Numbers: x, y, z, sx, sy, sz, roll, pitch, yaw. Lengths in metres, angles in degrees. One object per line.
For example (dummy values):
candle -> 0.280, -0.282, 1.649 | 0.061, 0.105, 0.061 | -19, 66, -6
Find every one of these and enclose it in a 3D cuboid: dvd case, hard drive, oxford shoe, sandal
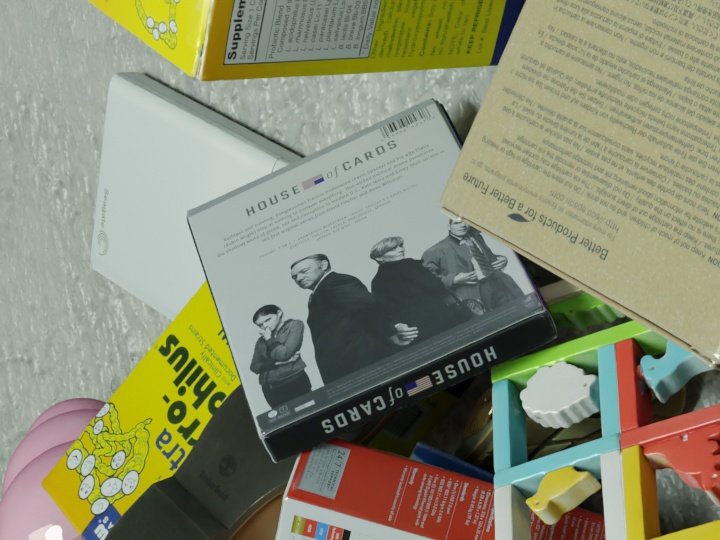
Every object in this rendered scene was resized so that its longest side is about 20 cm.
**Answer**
dvd case -> 0.000, 0.000, 1.268 | 0.200, 0.150, 0.025 | -113, -1, -54
hard drive -> -0.098, -0.030, 1.549 | 0.200, 0.027, 0.133 | 30, 118, 48
oxford shoe -> -0.043, 0.105, 1.282 | 0.200, 0.071, 0.071 | -42, 50, 1
sandal -> 0.089, 0.082, 1.292 | 0.200, 0.080, 0.054 | -45, 38, 50

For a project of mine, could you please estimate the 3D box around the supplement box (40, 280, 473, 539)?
supplement box -> -0.056, 0.087, 1.375 | 0.200, 0.109, 0.109 | -51, 51, 7

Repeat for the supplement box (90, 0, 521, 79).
supplement box -> -0.020, -0.169, 1.271 | 0.109, 0.199, 0.109 | 36, 122, 44

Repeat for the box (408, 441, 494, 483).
box -> 0.042, 0.188, 1.314 | 0.048, 0.121, 0.201 | -70, 5, -49

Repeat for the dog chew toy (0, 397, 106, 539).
dog chew toy -> -0.168, 0.144, 1.580 | 0.200, 0.124, 0.125 | -113, 31, -66

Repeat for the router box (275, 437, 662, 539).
router box -> 0.038, 0.189, 1.251 | 0.049, 0.178, 0.201 | -69, -6, -50

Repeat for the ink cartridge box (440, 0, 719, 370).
ink cartridge box -> 0.148, -0.061, 1.145 | 0.200, 0.075, 0.166 | 32, 102, 46

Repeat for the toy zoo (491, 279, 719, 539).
toy zoo -> 0.122, 0.081, 1.159 | 0.131, 0.020, 0.201 | -19, 47, 23
